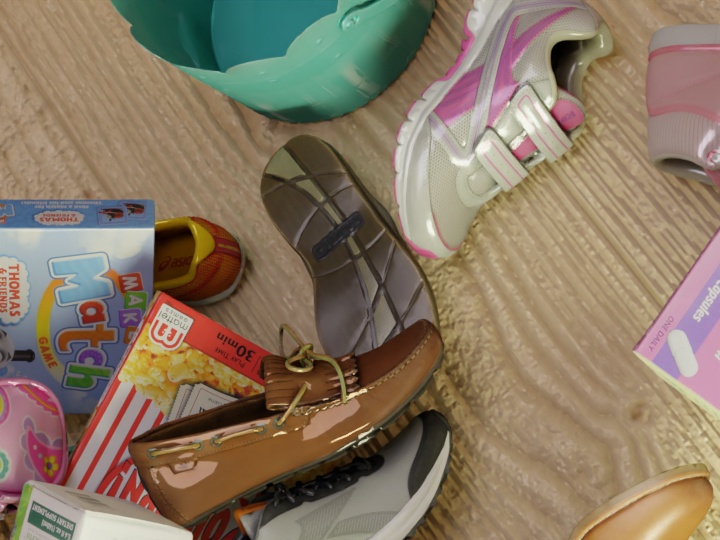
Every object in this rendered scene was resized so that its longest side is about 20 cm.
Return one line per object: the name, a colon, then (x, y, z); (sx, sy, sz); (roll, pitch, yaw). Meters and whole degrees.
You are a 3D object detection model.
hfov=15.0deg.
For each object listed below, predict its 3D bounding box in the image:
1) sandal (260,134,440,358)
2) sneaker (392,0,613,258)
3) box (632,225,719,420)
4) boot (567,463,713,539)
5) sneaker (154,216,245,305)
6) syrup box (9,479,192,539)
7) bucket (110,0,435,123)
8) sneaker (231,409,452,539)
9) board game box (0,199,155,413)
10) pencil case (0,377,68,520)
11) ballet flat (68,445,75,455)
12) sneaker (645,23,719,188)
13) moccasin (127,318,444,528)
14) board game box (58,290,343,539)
sandal: (0.000, 0.000, 1.734); (0.080, 0.054, 0.201); (-36, 59, 13)
sneaker: (0.090, -0.096, 1.705); (0.088, 0.081, 0.201); (22, 85, 33)
box: (0.285, 0.036, 1.521); (0.200, 0.097, 0.176); (36, 91, 16)
boot: (0.163, 0.223, 1.557); (0.200, 0.077, 0.155); (-45, 57, 10)
sneaker: (-0.175, 0.001, 1.812); (0.199, 0.077, 0.073); (-19, 67, 22)
syrup box: (-0.174, 0.235, 1.615); (0.079, 0.081, 0.201); (18, 92, 55)
bucket: (-0.053, -0.202, 1.784); (0.206, 0.135, 0.208); (-9, 70, 24)
sneaker: (-0.024, 0.152, 1.654); (0.200, 0.074, 0.079); (-42, 101, -10)
board game box: (-0.231, 0.024, 1.745); (0.199, 0.152, 0.037); (-1, 36, -6)
pencil case: (-0.255, 0.127, 1.715); (0.200, 0.087, 0.088); (-26, 57, 55)
ballet flat: (-0.156, 0.131, 1.765); (0.199, 0.068, 0.069); (-23, 75, 19)
sneaker: (0.257, -0.095, 1.621); (0.199, 0.075, 0.105); (-2, 68, 34)
moccasin: (-0.044, 0.079, 1.647); (0.200, 0.074, 0.078); (-25, 102, 6)
board game box: (-0.108, 0.136, 1.700); (0.151, 0.046, 0.201); (28, 87, -8)
